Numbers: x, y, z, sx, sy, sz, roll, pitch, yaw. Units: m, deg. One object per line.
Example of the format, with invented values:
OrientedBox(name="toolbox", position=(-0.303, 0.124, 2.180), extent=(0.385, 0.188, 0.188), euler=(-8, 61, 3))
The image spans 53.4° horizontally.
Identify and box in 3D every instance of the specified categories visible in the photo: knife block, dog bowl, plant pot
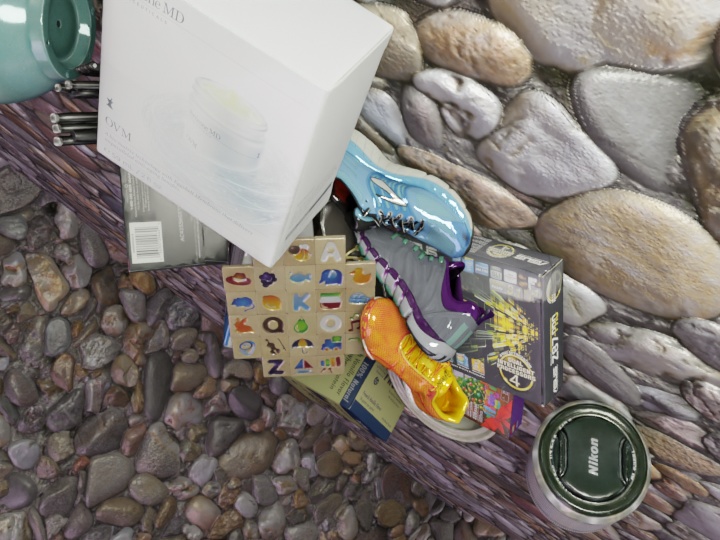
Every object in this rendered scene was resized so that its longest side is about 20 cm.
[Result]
OrientedBox(name="knife block", position=(-0.254, -0.174, 0.849), extent=(0.063, 0.178, 0.200), euler=(13, 154, 51))
OrientedBox(name="dog bowl", position=(0.135, 0.142, 1.030), extent=(0.196, 0.074, 0.205), euler=(23, 132, 28))
OrientedBox(name="plant pot", position=(-0.389, -0.286, 0.818), extent=(0.130, 0.206, 0.201), euler=(9, 160, 7))

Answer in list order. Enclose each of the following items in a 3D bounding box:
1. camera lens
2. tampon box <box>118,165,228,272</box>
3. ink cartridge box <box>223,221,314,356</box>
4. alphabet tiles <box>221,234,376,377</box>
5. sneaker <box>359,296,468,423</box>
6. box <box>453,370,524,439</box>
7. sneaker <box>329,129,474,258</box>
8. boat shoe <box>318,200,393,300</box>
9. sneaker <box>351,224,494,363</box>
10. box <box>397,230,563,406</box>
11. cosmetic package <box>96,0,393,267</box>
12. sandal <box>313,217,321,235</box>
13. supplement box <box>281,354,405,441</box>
OrientedBox(name="camera lens", position=(0.320, 0.287, 1.032), extent=(0.157, 0.162, 0.201), euler=(28, 162, 19))
OrientedBox(name="tampon box", position=(-0.246, -0.093, 0.953), extent=(0.122, 0.155, 0.200), euler=(-4, -169, -13))
OrientedBox(name="ink cartridge box", position=(-0.112, -0.024, 0.866), extent=(0.082, 0.202, 0.147), euler=(10, 126, -15))
OrientedBox(name="alphabet tiles", position=(-0.065, 0.045, 0.790), extent=(0.161, 0.006, 0.204), euler=(-2, 129, -4))
OrientedBox(name="sneaker", position=(0.067, 0.099, 0.811), extent=(0.076, 0.074, 0.201), euler=(9, 148, 46))
OrientedBox(name="box", position=(0.145, 0.099, 0.901), extent=(0.135, 0.039, 0.205), euler=(23, 129, 35))
OrientedBox(name="sneaker", position=(0.024, -0.062, 0.741), extent=(0.196, 0.091, 0.079), euler=(29, 149, 4))
OrientedBox(name="boat shoe", position=(0.000, 0.000, 0.863), extent=(0.206, 0.070, 0.061), euler=(66, -164, -6))
OrientedBox(name="sneaker", position=(0.067, -0.002, 0.784), extent=(0.202, 0.087, 0.074), euler=(58, -164, 26))
OrientedBox(name="box", position=(0.133, 0.043, 0.807), extent=(0.197, 0.049, 0.166), euler=(20, 126, 41))
OrientedBox(name="cosmetic package", position=(-0.106, -0.150, 0.604), extent=(0.197, 0.124, 0.202), euler=(32, 136, 5))
OrientedBox(name="sandal", position=(-0.087, -0.052, 1.035), extent=(0.057, 0.080, 0.201), euler=(43, 180, 34))
OrientedBox(name="supplement box", position=(-0.010, 0.127, 1.161), extent=(0.197, 0.203, 0.135), euler=(19, 160, 39))
